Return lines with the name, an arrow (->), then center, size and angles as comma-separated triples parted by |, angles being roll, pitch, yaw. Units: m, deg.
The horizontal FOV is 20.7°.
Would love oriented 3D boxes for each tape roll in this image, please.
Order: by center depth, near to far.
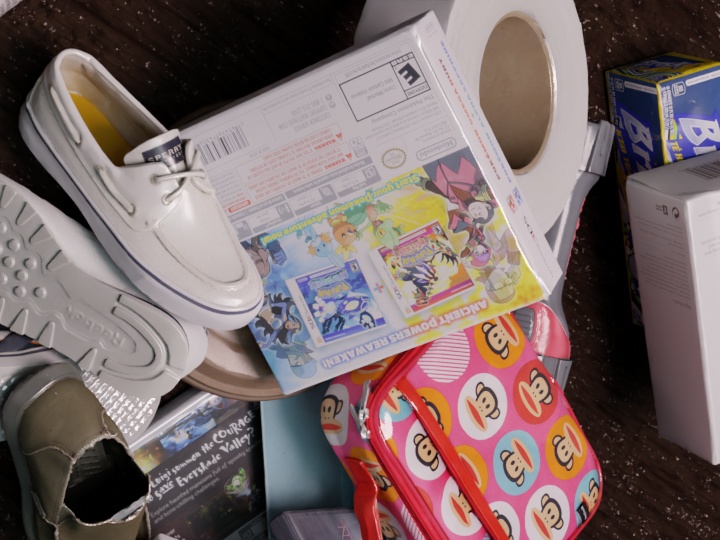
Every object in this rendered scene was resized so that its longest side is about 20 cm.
tape roll -> 0.075, -0.116, 1.287 | 0.202, 0.070, 0.204 | -4, 94, -57

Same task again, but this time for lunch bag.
lunch bag -> 0.061, 0.129, 1.317 | 0.176, 0.082, 0.200 | -45, 114, -31

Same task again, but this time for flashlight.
flashlight -> 0.137, -0.012, 1.406 | 0.068, 0.068, 0.201 | 13, 92, -26

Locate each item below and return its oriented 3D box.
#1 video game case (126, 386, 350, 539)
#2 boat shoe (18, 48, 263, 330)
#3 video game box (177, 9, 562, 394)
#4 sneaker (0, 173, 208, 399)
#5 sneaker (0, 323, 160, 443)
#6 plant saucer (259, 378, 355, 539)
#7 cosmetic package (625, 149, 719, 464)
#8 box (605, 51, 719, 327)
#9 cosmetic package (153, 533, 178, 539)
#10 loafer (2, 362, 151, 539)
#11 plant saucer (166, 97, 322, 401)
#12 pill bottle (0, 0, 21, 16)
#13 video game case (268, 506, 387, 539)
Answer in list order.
video game case -> -0.094, 0.166, 1.346 | 0.200, 0.023, 0.182 | -34, 116, -16
boat shoe -> -0.125, -0.053, 1.183 | 0.071, 0.070, 0.200 | -28, 71, -42
video game box -> -0.002, -0.037, 1.205 | 0.183, 0.199, 0.047 | 64, 28, -9
sneaker -> -0.182, 0.002, 1.212 | 0.200, 0.081, 0.076 | 39, 111, 0
sneaker -> -0.212, 0.067, 1.230 | 0.200, 0.079, 0.079 | 10, 106, -54
plant saucer -> -0.036, 0.159, 1.351 | 0.070, 0.019, 0.201 | -10, 106, -26
cosmetic package -> 0.263, 0.022, 1.389 | 0.112, 0.081, 0.201 | -16, 111, -22
box -> 0.233, -0.053, 1.439 | 0.064, 0.070, 0.201 | -18, 111, -23
cosmetic package -> -0.096, 0.307, 1.286 | 0.199, 0.123, 0.200 | 27, 109, -33
loafer -> -0.168, 0.143, 1.214 | 0.075, 0.070, 0.200 | -37, 144, -19
plant saucer -> -0.063, -0.014, 1.288 | 0.199, 0.029, 0.201 | 0, 91, -21
pill bottle -> -0.265, -0.169, 1.113 | 0.200, 0.114, 0.115 | -40, 118, -14
video game case -> 0.028, 0.223, 1.322 | 0.019, 0.143, 0.200 | -37, 159, 22
